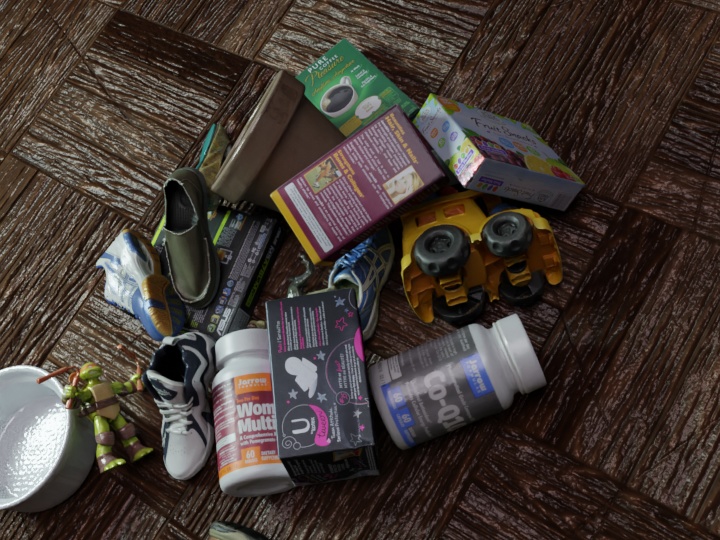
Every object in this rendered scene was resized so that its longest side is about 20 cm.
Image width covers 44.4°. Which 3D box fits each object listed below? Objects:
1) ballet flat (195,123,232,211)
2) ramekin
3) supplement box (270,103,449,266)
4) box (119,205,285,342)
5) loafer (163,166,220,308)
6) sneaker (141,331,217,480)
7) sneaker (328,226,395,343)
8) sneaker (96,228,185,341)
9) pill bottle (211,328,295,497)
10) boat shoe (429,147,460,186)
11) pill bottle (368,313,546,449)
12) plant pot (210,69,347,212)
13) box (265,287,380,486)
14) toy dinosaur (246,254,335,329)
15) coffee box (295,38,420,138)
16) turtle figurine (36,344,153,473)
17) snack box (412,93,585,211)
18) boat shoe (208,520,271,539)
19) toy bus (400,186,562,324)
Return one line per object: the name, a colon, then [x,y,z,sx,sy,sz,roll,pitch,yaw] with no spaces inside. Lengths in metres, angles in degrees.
ballet flat: [-0.224,-0.155,1.357,0.070,0.071,0.200,-11,35,13]
ramekin: [-0.472,0.244,1.248,0.199,0.098,0.201,-7,64,15]
supplement box: [0.001,-0.105,1.129,0.200,0.086,0.111,-34,84,8]
box: [-0.234,-0.002,1.314,0.192,0.048,0.201,13,72,25]
loafer: [-0.249,-0.044,1.240,0.075,0.070,0.201,-7,93,16]
sneaker: [-0.249,0.178,1.174,0.079,0.130,0.200,10,83,20]
sneaker: [0.000,0.000,1.218,0.075,0.077,0.201,-2,65,19]
sneaker: [-0.319,0.036,1.269,0.088,0.075,0.200,-40,54,13]
pill bottle: [-0.138,0.186,1.159,0.109,0.110,0.201,-15,63,11]
boat shoe: [0.063,-0.136,1.229,0.199,0.060,0.076,-4,93,-18]
pill bottle: [0.121,0.135,1.096,0.199,0.114,0.114,-24,61,7]
plant pot: [-0.089,-0.155,1.250,0.174,0.200,0.201,30,75,-12]
box: [-0.046,0.144,1.071,0.114,0.132,0.201,-7,62,1]
toy dinosaur: [-0.085,0.034,1.221,0.200,0.047,0.088,-34,40,43]
coffee box: [-0.009,-0.258,1.357,0.123,0.044,0.200,-41,61,-4]
turtle figurine: [-0.357,0.192,1.206,0.064,0.200,0.162,-27,81,20]
snack box: [0.182,-0.152,1.154,0.053,0.199,0.142,-57,46,27]
boat shoe: [-0.110,0.375,1.091,0.199,0.076,0.074,13,76,31]
toy bus: [0.150,-0.047,1.174,0.199,0.136,0.193,-16,46,10]
